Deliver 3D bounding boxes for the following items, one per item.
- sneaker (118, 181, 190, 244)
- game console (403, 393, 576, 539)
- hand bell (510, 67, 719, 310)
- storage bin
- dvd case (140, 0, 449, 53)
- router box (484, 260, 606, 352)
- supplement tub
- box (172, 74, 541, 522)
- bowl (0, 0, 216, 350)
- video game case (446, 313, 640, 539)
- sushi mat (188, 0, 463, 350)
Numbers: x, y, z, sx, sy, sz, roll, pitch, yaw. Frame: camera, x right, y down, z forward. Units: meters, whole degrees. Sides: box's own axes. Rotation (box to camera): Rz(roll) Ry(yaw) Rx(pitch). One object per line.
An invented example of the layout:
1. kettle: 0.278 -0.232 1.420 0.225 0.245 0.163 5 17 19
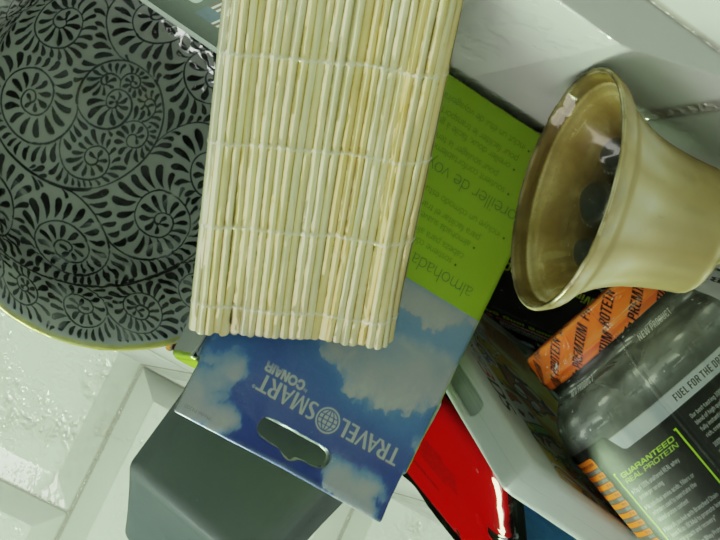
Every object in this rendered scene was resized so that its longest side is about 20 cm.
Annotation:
1. sneaker: -0.076 0.001 0.927 0.199 0.079 0.115 16 168 -41
2. game console: 0.078 0.084 0.942 0.200 0.118 0.174 47 155 44
3. hand bell: 0.176 -0.009 0.701 0.198 0.105 0.104 15 172 -15
4. storage bin: -0.063 0.096 0.876 0.145 0.135 0.200 38 157 7
5. dvd case: -0.075 -0.151 0.656 0.199 0.025 0.150 33 157 -28
6. router box: 0.097 0.015 0.972 0.198 0.063 0.150 23 169 17
7. supplement tub: 0.177 0.088 0.760 0.200 0.122 0.123 50 170 5
8. box: 0.000 0.000 0.765 0.121 0.202 0.048 30 170 -19
9. bowl: -0.121 -0.071 0.798 0.200 0.202 0.094 32 -178 -30
10. video game case: 0.104 0.088 0.855 0.200 0.023 0.182 37 -166 -38
11. sushi mat: -0.016 -0.050 0.661 0.094 0.012 0.202 3 127 -9
